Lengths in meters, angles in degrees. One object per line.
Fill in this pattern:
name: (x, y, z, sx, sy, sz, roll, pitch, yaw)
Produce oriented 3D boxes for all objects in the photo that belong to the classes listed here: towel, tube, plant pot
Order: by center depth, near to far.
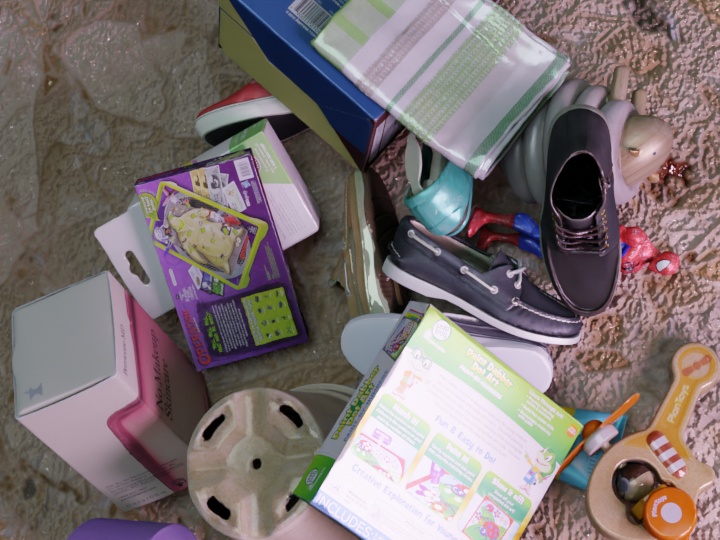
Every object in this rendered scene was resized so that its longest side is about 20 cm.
towel: (0.074, -0.195, 1.388, 0.199, 0.031, 0.149, 39, 72, 5)
plant pot: (-0.066, 0.189, 1.417, 0.198, 0.183, 0.203, -4, 75, 17)
tube: (0.144, 0.149, 1.437, 0.198, 0.050, 0.078, 13, 87, 15)

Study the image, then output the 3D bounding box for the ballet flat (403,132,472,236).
ballet flat: (0.079, -0.126, 1.451, 0.067, 0.070, 0.202, -26, 40, 41)

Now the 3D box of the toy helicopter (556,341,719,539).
toy helicopter: (0.261, 0.150, 1.384, 0.131, 0.079, 0.201, 23, 71, 16)

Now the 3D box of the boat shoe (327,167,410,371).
boat shoe: (0.000, 0.000, 1.509, 0.076, 0.071, 0.202, -16, 72, 26)

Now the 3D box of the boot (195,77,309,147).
boot: (-0.086, -0.215, 1.590, 0.198, 0.072, 0.146, -19, 71, 4)

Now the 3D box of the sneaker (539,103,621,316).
sneaker: (0.189, -0.034, 1.350, 0.074, 0.106, 0.202, -3, 116, 12)

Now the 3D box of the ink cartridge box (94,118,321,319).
ink cartridge box: (-0.152, -0.050, 1.541, 0.199, 0.067, 0.118, -28, 106, 9)

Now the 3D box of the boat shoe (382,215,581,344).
boat shoe: (0.119, 0.009, 1.439, 0.198, 0.076, 0.061, 21, 109, 3)

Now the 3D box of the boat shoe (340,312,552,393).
boat shoe: (0.081, 0.070, 1.441, 0.198, 0.068, 0.072, 6, 115, 1)

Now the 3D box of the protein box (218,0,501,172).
protein box: (0.000, -0.248, 1.482, 0.198, 0.135, 0.200, 41, 73, 7)

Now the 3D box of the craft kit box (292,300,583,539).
craft kit box: (0.071, 0.163, 1.340, 0.198, 0.200, 0.048, -56, 23, -10)

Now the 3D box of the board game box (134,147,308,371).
board game box: (-0.133, -0.009, 1.504, 0.119, 0.032, 0.202, -16, 110, 1)

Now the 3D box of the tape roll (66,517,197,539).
tape roll: (-0.214, 0.332, 1.420, 0.084, 0.200, 0.202, 2, 77, 18)

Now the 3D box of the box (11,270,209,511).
box: (-0.232, 0.118, 1.465, 0.108, 0.200, 0.129, -22, 50, 11)

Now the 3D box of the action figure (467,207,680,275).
action figure: (0.201, -0.019, 1.449, 0.198, 0.066, 0.052, 6, 56, 21)

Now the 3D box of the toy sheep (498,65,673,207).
toy sheep: (0.197, -0.118, 1.443, 0.198, 0.138, 0.139, 0, 76, 33)
